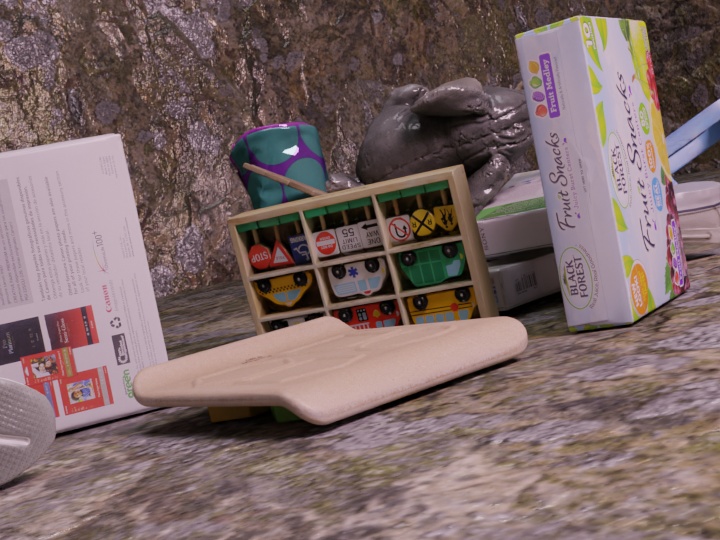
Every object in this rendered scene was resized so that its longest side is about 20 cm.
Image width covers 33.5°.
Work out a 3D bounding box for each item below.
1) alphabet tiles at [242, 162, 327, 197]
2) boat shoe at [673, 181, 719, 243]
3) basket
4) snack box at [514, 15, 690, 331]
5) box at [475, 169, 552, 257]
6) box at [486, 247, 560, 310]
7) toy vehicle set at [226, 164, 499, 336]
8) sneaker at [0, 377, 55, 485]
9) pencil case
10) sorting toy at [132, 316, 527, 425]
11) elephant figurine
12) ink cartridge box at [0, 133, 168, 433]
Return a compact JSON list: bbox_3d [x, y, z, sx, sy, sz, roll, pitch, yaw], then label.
[{"bbox_3d":[0.000,-0.053,1.039,0.199,0.006,0.166,18,4,-44],"label":"alphabet tiles"},{"bbox_3d":[0.238,-0.033,1.109,0.198,0.071,0.071,-10,11,2],"label":"boat shoe"},{"bbox_3d":[0.291,-0.099,1.214,0.200,0.140,0.176,-39,-12,5],"label":"basket"},{"bbox_3d":[0.173,-0.071,0.837,0.053,0.202,0.142,-9,4,33],"label":"snack box"},{"bbox_3d":[0.187,-0.063,1.045,0.143,0.037,0.200,-10,11,21],"label":"box"},{"bbox_3d":[0.085,0.015,1.064,0.199,0.037,0.144,-8,5,42],"label":"box"},{"bbox_3d":[0.000,0.000,0.921,0.198,0.126,0.026,-11,10,27],"label":"toy vehicle set"},{"bbox_3d":[-0.275,0.103,0.685,0.198,0.071,0.080,-13,0,-13],"label":"sneaker"},{"bbox_3d":[-0.066,-0.036,1.145,0.091,0.202,0.085,-12,-1,10],"label":"pencil case"},{"bbox_3d":[-0.021,0.065,0.759,0.184,0.037,0.199,-15,8,-38],"label":"sorting toy"},{"bbox_3d":[0.096,-0.120,1.058,0.141,0.156,0.199,31,-24,-28],"label":"elephant figurine"},{"bbox_3d":[-0.245,0.017,0.870,0.174,0.202,0.084,-12,2,-22],"label":"ink cartridge box"}]
